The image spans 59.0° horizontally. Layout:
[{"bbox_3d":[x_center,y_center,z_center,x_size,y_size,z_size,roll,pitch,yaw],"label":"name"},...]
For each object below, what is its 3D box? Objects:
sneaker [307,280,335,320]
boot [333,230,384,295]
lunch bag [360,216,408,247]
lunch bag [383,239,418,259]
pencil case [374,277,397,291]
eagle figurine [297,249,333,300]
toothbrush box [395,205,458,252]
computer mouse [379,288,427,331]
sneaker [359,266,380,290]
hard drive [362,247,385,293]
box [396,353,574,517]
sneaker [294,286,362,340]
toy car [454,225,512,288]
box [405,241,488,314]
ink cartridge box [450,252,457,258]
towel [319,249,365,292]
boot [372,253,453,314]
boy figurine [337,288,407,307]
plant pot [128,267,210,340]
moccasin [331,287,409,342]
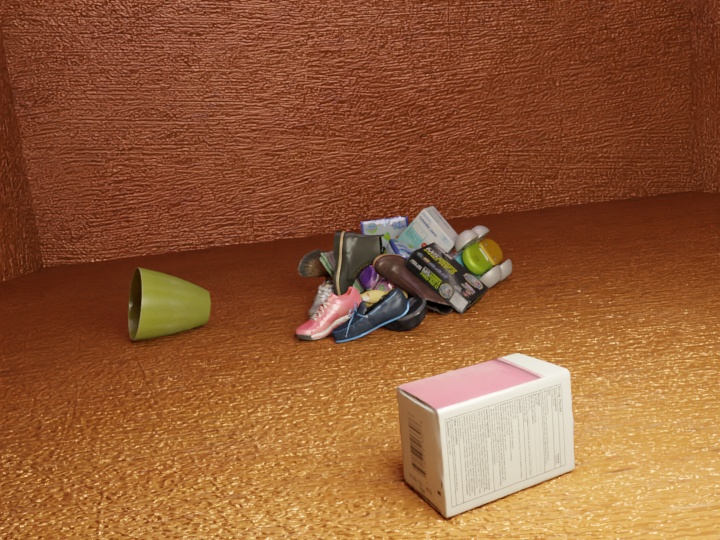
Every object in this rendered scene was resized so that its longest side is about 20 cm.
[{"bbox_3d":[-0.099,0.084,1.732,0.074,0.084,0.200,-3,12,11],"label":"sneaker"},{"bbox_3d":[0.000,0.000,1.691,0.133,0.207,0.078,1,16,14],"label":"boot"},{"bbox_3d":[0.088,-0.072,2.140,0.164,0.207,0.128,-7,10,-1],"label":"lunch bag"},{"bbox_3d":[0.163,-0.007,1.817,0.195,0.084,0.161,25,16,-15],"label":"lunch bag"},{"bbox_3d":[0.084,0.042,1.840,0.084,0.091,0.200,-5,12,8],"label":"pencil case"},{"bbox_3d":[-0.092,0.021,1.977,0.147,0.156,0.199,12,5,18],"label":"eagle figurine"},{"bbox_3d":[0.195,-0.074,1.972,0.200,0.147,0.085,-46,-11,28],"label":"toothbrush box"},{"bbox_3d":[0.098,0.105,1.538,0.138,0.054,0.198,-41,20,-25],"label":"computer mouse"},{"bbox_3d":[-0.003,-0.025,1.823,0.087,0.081,0.203,26,27,-33],"label":"sneaker"},{"bbox_3d":[0.031,-0.005,1.993,0.197,0.138,0.042,-18,-16,-43],"label":"hard drive"},{"bbox_3d":[0.155,0.195,0.791,0.194,0.133,0.108,-10,9,-24],"label":"box"},{"bbox_3d":[-0.080,0.102,1.554,0.196,0.089,0.073,-24,16,-24],"label":"sneaker"},{"bbox_3d":[0.345,-0.023,1.904,0.150,0.178,0.198,-41,-12,34],"label":"toy car"},{"bbox_3d":[0.228,0.015,1.669,0.199,0.045,0.159,42,28,16],"label":"box"},{"bbox_3d":[0.377,-0.041,2.215,0.196,0.052,0.107,-16,13,-39],"label":"ink cartridge box"},{"bbox_3d":[-0.035,-0.003,1.850,0.023,0.154,0.199,-37,-4,24],"label":"towel"},{"bbox_3d":[0.135,0.033,1.631,0.196,0.074,0.167,22,16,-27],"label":"boot"},{"bbox_3d":[0.028,0.088,1.674,0.193,0.067,0.125,-4,-18,-8],"label":"boy figurine"},{"bbox_3d":[-0.516,0.097,1.734,0.194,0.194,0.185,6,2,-31],"label":"plant pot"},{"bbox_3d":[0.017,0.098,1.478,0.195,0.070,0.081,-27,16,3],"label":"moccasin"}]
